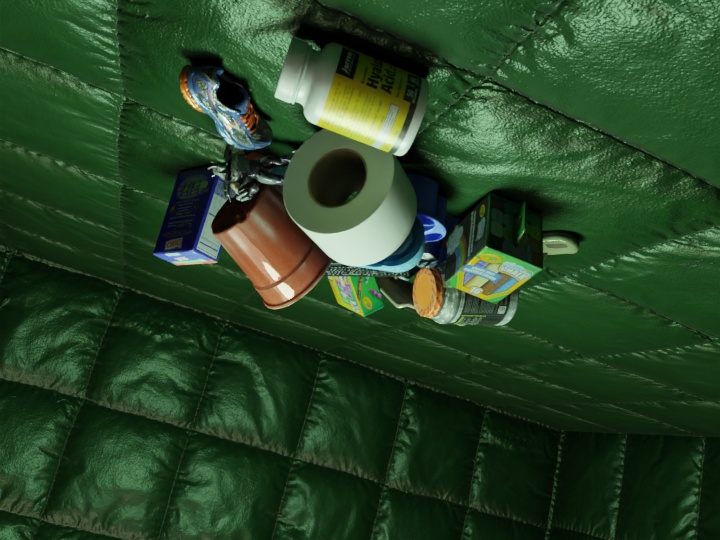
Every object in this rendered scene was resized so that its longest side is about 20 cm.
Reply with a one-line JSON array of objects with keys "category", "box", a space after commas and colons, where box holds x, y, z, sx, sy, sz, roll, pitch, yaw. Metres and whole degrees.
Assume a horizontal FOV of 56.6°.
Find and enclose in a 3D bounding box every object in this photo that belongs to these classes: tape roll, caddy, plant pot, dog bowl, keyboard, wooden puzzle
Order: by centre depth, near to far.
[{"category": "tape roll", "box": [-0.015, -0.126, 1.135, 0.199, 0.207, 0.139, 7, 161, 25]}, {"category": "dog bowl", "box": [0.027, -0.054, 1.200, 0.196, 0.114, 0.050, 8, 159, 26]}, {"category": "caddy", "box": [0.074, -0.108, 1.276, 0.196, 0.107, 0.141, 7, 161, 27]}, {"category": "plant pot", "box": [-0.183, -0.065, 1.342, 0.198, 0.203, 0.196, -4, 137, 47]}, {"category": "keyboard", "box": [0.000, 0.000, 1.395, 0.195, 0.040, 0.105, -1, 151, 14]}, {"category": "wooden puzzle", "box": [0.127, 0.066, 1.532, 0.197, 0.038, 0.185, 16, -164, -30]}]

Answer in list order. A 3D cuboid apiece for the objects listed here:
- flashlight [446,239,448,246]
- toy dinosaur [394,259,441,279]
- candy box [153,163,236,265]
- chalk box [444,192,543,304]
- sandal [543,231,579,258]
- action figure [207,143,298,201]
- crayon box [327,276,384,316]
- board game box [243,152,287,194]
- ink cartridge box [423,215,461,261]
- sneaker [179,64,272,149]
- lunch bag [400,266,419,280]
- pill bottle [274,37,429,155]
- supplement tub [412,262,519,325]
[{"category": "flashlight", "box": [0.179, -0.057, 1.419, 0.196, 0.069, 0.068, 12, 163, 13]}, {"category": "toy dinosaur", "box": [0.158, 0.000, 1.481, 0.179, 0.106, 0.200, 30, -150, 12]}, {"category": "candy box", "box": [-0.357, -0.119, 1.462, 0.167, 0.204, 0.077, -1, 158, 44]}, {"category": "chalk box", "box": [0.258, -0.048, 1.237, 0.122, 0.127, 0.200, 20, 148, -16]}, {"category": "sandal", "box": [0.345, -0.037, 1.351, 0.079, 0.059, 0.199, 27, 160, -34]}, {"category": "action figure", "box": [-0.183, -0.188, 1.234, 0.195, 0.133, 0.069, 0, 170, -7]}, {"category": "crayon box", "box": [-0.020, 0.027, 1.563, 0.057, 0.121, 0.199, -24, -166, -16]}, {"category": "board game box", "box": [-0.170, -0.171, 1.411, 0.150, 0.041, 0.200, 18, 163, -7]}, {"category": "ink cartridge box", "box": [0.099, -0.080, 1.360, 0.196, 0.102, 0.039, 8, 163, 21]}, {"category": "sneaker", "box": [-0.207, -0.263, 1.098, 0.077, 0.077, 0.199, -1, 159, 33]}, {"category": "lunch bag", "box": [0.072, -0.033, 1.583, 0.157, 0.077, 0.200, 14, 164, -10]}, {"category": "pill bottle", "box": [-0.013, -0.243, 0.918, 0.196, 0.114, 0.111, 18, 163, -11]}, {"category": "supplement tub", "box": [0.214, 0.048, 1.363, 0.196, 0.126, 0.122, 3, 169, -25]}]
